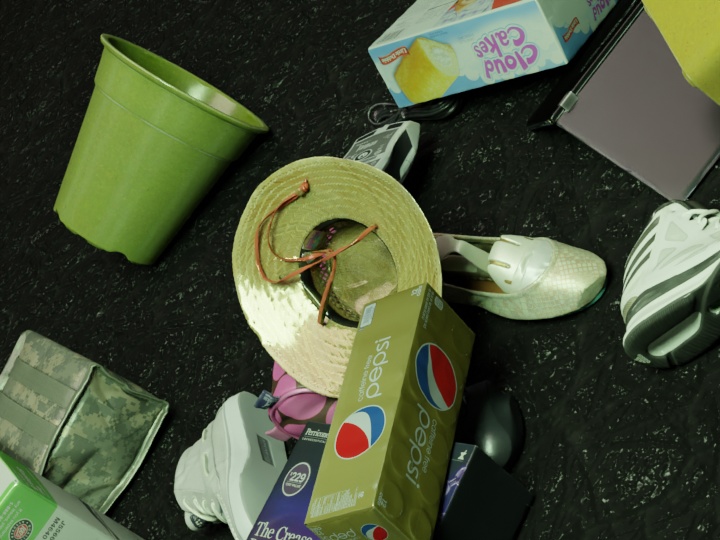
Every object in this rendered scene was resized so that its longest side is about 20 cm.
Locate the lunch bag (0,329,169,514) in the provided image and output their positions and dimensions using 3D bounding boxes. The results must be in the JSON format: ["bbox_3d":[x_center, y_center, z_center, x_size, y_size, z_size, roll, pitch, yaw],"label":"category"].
[{"bbox_3d":[-0.301,0.178,1.616,0.164,0.117,0.201,18,78,55],"label":"lunch bag"}]

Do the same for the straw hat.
[{"bbox_3d":[0.000,0.000,1.362,0.199,0.085,0.203,2,94,31],"label":"straw hat"}]

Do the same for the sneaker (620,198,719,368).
[{"bbox_3d":[0.258,-0.027,1.170,0.200,0.075,0.116,-34,39,29],"label":"sneaker"}]

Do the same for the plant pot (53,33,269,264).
[{"bbox_3d":[-0.226,-0.115,1.765,0.191,0.199,0.200,-61,32,9],"label":"plant pot"}]

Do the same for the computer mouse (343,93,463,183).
[{"bbox_3d":[0.022,-0.102,1.521,0.109,0.044,0.200,-15,25,35],"label":"computer mouse"}]

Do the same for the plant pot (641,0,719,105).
[{"bbox_3d":[0.312,-0.204,1.173,0.200,0.194,0.196,-42,38,23],"label":"plant pot"}]

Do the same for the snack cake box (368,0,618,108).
[{"bbox_3d":[0.118,-0.220,1.500,0.199,0.068,0.115,-10,28,44],"label":"snack cake box"}]

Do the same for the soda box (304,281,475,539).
[{"bbox_3d":[0.024,0.110,1.193,0.064,0.068,0.201,-19,39,35],"label":"soda box"}]

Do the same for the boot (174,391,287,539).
[{"bbox_3d":[-0.107,0.194,1.417,0.096,0.073,0.200,-46,25,18],"label":"boot"}]

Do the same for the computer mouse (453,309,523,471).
[{"bbox_3d":[0.078,0.088,1.316,0.059,0.034,0.200,-43,34,13],"label":"computer mouse"}]

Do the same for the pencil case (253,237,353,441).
[{"bbox_3d":[-0.031,0.050,1.441,0.094,0.090,0.201,-37,31,43],"label":"pencil case"}]

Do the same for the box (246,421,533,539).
[{"bbox_3d":[0.012,0.198,1.249,0.199,0.079,0.142,1,54,51],"label":"box"}]

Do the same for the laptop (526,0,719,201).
[{"bbox_3d":[0.249,-0.160,1.370,0.188,0.116,0.200,-51,4,-1],"label":"laptop"}]

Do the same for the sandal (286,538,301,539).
[{"bbox_3d":[-0.022,0.280,1.152,0.082,0.054,0.202,-35,69,49],"label":"sandal"}]

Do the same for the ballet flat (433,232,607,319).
[{"bbox_3d":[0.107,0.000,1.339,0.199,0.062,0.068,0,58,50],"label":"ballet flat"}]

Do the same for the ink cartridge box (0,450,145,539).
[{"bbox_3d":[-0.272,0.264,1.419,0.146,0.200,0.084,-54,36,-4],"label":"ink cartridge box"}]
